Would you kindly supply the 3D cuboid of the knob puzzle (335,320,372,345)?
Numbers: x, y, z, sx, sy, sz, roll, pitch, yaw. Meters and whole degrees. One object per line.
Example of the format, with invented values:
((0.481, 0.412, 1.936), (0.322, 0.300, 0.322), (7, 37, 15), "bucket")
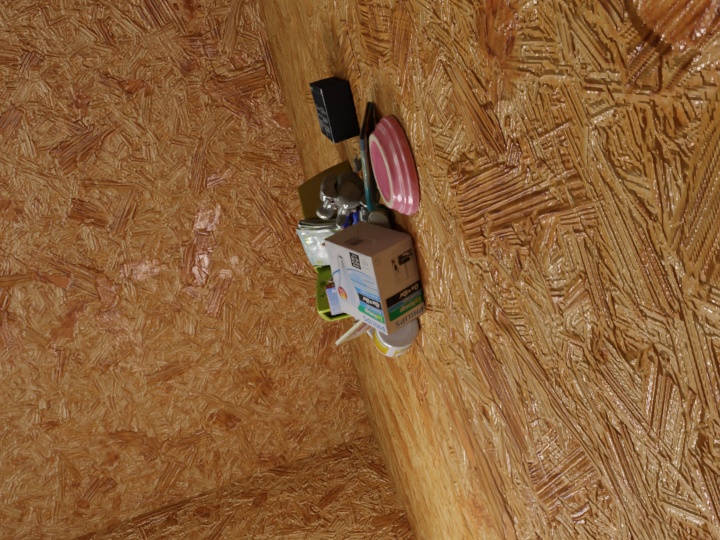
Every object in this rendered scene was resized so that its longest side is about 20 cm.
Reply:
((0.038, 0.118, 1.642), (0.031, 0.218, 0.220), (54, 168, 13), "knob puzzle")

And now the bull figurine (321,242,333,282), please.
((-0.048, -0.013, 1.806), (0.199, 0.064, 0.123), (34, -113, -46), "bull figurine")

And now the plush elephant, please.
((-0.033, -0.182, 1.573), (0.155, 0.162, 0.202), (-70, -4, -59), "plush elephant")

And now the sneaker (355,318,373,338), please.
((0.006, 0.107, 1.756), (0.115, 0.072, 0.202), (55, 171, 46), "sneaker")

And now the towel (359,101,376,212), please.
((0.023, -0.250, 1.363), (0.202, 0.021, 0.148), (82, -168, -47), "towel")

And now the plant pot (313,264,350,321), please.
((-0.048, 0.046, 2.011), (0.200, 0.196, 0.184), (60, -162, -76), "plant pot")

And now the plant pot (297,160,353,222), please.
((-0.095, -0.189, 1.913), (0.201, 0.174, 0.202), (85, 170, -56), "plant pot")

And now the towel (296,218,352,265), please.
((-0.090, -0.082, 1.853), (0.201, 0.168, 0.049), (69, -153, -52), "towel")

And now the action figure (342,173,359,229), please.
((-0.020, -0.179, 1.705), (0.099, 0.064, 0.203), (127, 149, -85), "action figure")

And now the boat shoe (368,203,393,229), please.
((0.063, -0.074, 1.534), (0.062, 0.072, 0.202), (-74, -24, -51), "boat shoe")

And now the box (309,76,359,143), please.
((-0.072, -0.432, 1.636), (0.200, 0.078, 0.143), (-122, 14, -66), "box")

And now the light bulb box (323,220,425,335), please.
((0.033, 0.013, 1.432), (0.197, 0.124, 0.203), (22, 131, 52), "light bulb box")

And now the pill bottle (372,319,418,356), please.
((0.089, 0.168, 1.632), (0.200, 0.110, 0.112), (99, 153, -73), "pill bottle")

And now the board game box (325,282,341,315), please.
((0.010, 0.056, 1.628), (0.020, 0.197, 0.104), (-107, 5, -45), "board game box")

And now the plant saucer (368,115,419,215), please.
((0.062, -0.207, 1.240), (0.200, 0.050, 0.203), (163, 90, -82), "plant saucer")
